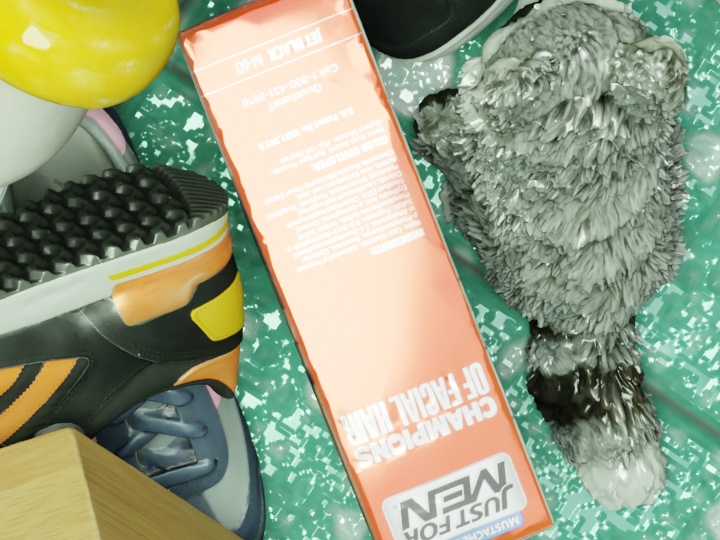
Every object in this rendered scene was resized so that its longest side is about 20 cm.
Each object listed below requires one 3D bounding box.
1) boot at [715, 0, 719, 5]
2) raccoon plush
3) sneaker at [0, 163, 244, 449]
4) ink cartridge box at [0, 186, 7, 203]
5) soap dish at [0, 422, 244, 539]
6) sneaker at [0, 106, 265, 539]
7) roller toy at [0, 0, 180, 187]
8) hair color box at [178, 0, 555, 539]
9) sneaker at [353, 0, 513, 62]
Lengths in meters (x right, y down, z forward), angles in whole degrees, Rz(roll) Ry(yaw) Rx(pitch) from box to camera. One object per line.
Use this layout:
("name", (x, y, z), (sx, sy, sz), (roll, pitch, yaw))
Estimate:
("boot", (0.112, -0.134, 0.870), (0.095, 0.074, 0.201), (-19, 90, 7))
("raccoon plush", (0.091, -0.010, 0.838), (0.097, 0.134, 0.200), (-27, 95, -2))
("sneaker", (-0.127, 0.038, 0.770), (0.200, 0.070, 0.090), (-20, 120, -16))
("ink cartridge box", (-0.217, 0.003, 0.807), (0.144, 0.084, 0.200), (18, 106, -28))
("soap dish", (-0.107, 0.129, 0.803), (0.157, 0.200, 0.081), (-19, 61, 17))
("sneaker", (-0.088, 0.026, 0.856), (0.070, 0.082, 0.201), (-23, 96, -2))
("roller toy", (-0.141, -0.124, 0.709), (0.182, 0.200, 0.140), (23, 124, -18))
("hair color box", (0.000, 0.000, 0.846), (0.064, 0.111, 0.201), (-22, 95, -1))
("sneaker", (0.024, -0.149, 0.800), (0.073, 0.112, 0.200), (50, 128, 23))
